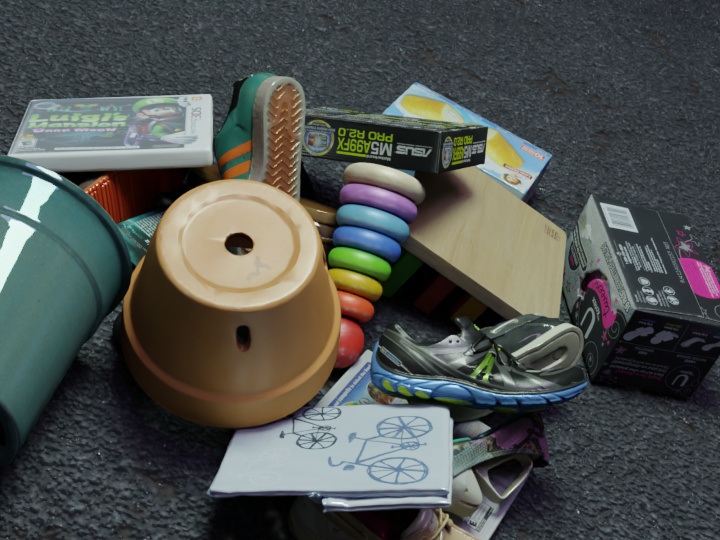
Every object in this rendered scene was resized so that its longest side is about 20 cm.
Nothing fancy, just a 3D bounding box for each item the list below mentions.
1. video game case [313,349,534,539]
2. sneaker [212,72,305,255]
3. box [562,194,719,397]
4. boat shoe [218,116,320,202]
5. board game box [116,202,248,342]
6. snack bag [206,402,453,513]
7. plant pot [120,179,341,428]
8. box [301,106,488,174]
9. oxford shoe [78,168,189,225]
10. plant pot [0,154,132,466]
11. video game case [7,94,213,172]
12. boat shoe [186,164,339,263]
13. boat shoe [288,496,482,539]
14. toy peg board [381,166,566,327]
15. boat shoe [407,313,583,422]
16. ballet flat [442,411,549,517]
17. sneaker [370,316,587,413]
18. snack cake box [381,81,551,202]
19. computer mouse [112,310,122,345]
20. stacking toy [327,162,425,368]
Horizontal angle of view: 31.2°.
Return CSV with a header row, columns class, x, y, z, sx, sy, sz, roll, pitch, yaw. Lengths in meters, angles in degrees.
class,x,y,z,sx,sy,sz,roll,pitch,yaw
video game case,0.056,0.166,1.211,0.200,0.018,0.143,32,38,11
sneaker,-0.108,-0.096,1.281,0.071,0.201,0.080,5,7,-44
box,0.312,0.028,1.441,0.132,0.115,0.200,10,37,-16
boat shoe,-0.093,-0.124,1.425,0.071,0.091,0.200,-11,49,-38
board game box,-0.151,0.009,1.282,0.200,0.028,0.135,40,39,22
snack bag,-0.021,0.154,1.080,0.199,0.021,0.189,-1,16,4
plant pot,-0.109,0.015,1.117,0.200,0.140,0.200,4,54,-6
box,0.016,-0.139,1.349,0.200,0.044,0.160,10,11,20
oxford shoe,-0.252,-0.093,1.335,0.072,0.071,0.200,13,29,21
plant pot,-0.310,0.045,1.032,0.200,0.200,0.196,20,45,-5
video game case,-0.254,-0.145,1.337,0.199,0.023,0.182,-3,25,-5
boat shoe,-0.109,-0.058,1.349,0.200,0.070,0.070,25,17,32
boat shoe,0.040,0.224,1.086,0.200,0.069,0.074,20,37,-5
toy peg board,0.116,-0.013,1.423,0.199,0.098,0.200,35,35,-12
boat shoe,0.123,0.093,1.265,0.200,0.072,0.068,-20,36,-27
ballet flat,0.102,0.180,1.158,0.200,0.069,0.071,-13,69,-40
sneaker,0.110,0.084,1.170,0.199,0.071,0.083,8,78,0
snack cake box,0.121,-0.141,1.585,0.200,0.067,0.115,30,36,8
computer mouse,-0.130,0.045,1.192,0.199,0.034,0.059,-7,57,-6
stacking toy,0.000,0.000,1.269,0.085,0.200,0.085,15,-8,2
